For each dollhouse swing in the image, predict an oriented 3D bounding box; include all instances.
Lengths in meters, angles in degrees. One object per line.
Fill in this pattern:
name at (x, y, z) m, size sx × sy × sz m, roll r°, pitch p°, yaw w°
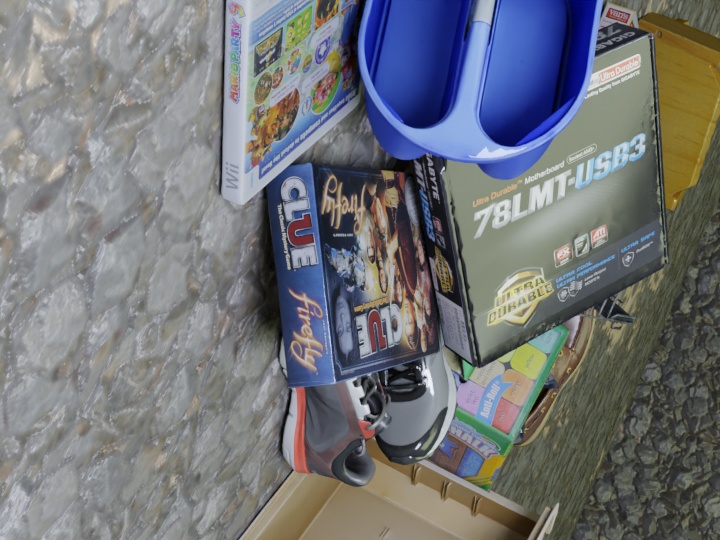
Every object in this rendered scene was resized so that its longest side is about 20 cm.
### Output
dollhouse swing at (0.410, -0.208, 1.617) m, size 0.175 × 0.181 × 0.202 m, roll -11°, pitch 124°, yaw -42°

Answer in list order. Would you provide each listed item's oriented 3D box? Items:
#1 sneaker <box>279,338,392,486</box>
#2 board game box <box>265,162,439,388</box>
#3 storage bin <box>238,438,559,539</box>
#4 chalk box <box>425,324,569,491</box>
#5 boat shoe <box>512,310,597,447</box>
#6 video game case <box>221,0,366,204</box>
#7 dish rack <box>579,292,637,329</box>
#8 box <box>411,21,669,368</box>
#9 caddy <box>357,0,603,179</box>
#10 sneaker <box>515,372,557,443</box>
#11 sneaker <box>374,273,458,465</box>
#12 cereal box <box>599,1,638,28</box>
sneaker at (-0.008, 0.081, 0.945) m, size 0.077 × 0.081 × 0.202 m, roll -48°, pitch 151°, yaw -41°
board game box at (0.000, 0.000, 0.867) m, size 0.200 × 0.034 × 0.137 m, roll -7°, pitch 90°, yaw -68°
storage bin at (0.033, 0.228, 1.038) m, size 0.199 × 0.198 × 0.094 m, roll -48°, pitch 155°, yaw -42°
chalk box at (0.096, 0.091, 1.112) m, size 0.125 × 0.123 × 0.201 m, roll -56°, pitch 170°, yaw -27°
boat shoe at (0.193, 0.097, 1.352) m, size 0.202 × 0.071 × 0.067 m, roll -66°, pitch 162°, yaw 5°
video game case at (-0.032, -0.154, 0.727) m, size 0.143 × 0.018 × 0.202 m, roll -47°, pitch 152°, yaw -46°
dish rack at (0.164, -0.009, 1.138) m, size 0.199 × 0.153 × 0.055 m, roll 12°, pitch 114°, yaw -50°
box at (0.138, -0.057, 0.948) m, size 0.199 × 0.050 × 0.200 m, roll -25°, pitch 123°, yaw -23°
caddy at (0.074, -0.153, 0.780) m, size 0.105 × 0.140 × 0.202 m, roll 93°, pitch 8°, yaw -74°
sneaker at (0.113, 0.153, 1.243) m, size 0.201 × 0.081 × 0.074 m, roll -55°, pitch 155°, yaw 1°
sneaker at (0.033, 0.051, 1.001) m, size 0.079 × 0.073 × 0.202 m, roll 36°, pitch 53°, yaw -57°
cereal box at (0.257, -0.178, 1.420) m, size 0.202 × 0.039 × 0.144 m, roll -66°, pitch 161°, yaw -5°
